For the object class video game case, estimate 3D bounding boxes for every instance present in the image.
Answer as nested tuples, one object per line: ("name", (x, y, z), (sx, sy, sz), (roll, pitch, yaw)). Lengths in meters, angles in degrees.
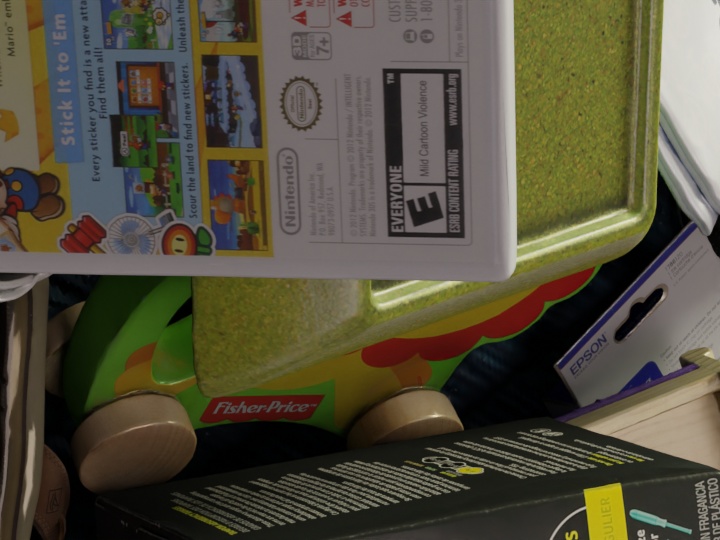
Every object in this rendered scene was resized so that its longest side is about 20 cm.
("video game case", (-0.047, -0.094, 0.687), (0.181, 0.023, 0.201), (1, 111, 9))

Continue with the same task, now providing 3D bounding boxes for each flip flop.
("flip flop", (-0.136, 0.079, 0.885), (0.057, 0.081, 0.201), (-1, 102, -49))

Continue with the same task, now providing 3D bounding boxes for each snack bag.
("snack bag", (0.122, -0.146, 0.952), (0.200, 0.021, 0.189), (55, 42, -24))

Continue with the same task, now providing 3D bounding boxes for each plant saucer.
("plant saucer", (0.035, -0.070, 0.770), (0.199, 0.048, 0.201), (-18, 117, -40))

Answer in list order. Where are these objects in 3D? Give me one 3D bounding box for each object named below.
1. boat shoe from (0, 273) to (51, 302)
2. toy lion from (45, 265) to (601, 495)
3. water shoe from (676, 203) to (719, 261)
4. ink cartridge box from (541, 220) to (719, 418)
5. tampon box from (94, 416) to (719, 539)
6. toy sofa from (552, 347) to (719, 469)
("boat shoe", (-0.129, -0.022, 0.784), (0.200, 0.067, 0.073), (-32, 135, 28))
("toy lion", (0.000, 0.000, 0.895), (0.199, 0.069, 0.192), (0, 138, -34))
("water shoe", (0.186, -0.044, 1.006), (0.072, 0.200, 0.079), (45, 53, -4))
("ink cartridge box", (0.150, 0.070, 1.108), (0.099, 0.039, 0.200), (-43, 128, -15))
("tampon box", (0.021, 0.148, 0.874), (0.199, 0.126, 0.151), (-8, 98, -25))
("toy sofa", (0.075, 0.105, 1.018), (0.199, 0.098, 0.083), (-21, 100, -11))
